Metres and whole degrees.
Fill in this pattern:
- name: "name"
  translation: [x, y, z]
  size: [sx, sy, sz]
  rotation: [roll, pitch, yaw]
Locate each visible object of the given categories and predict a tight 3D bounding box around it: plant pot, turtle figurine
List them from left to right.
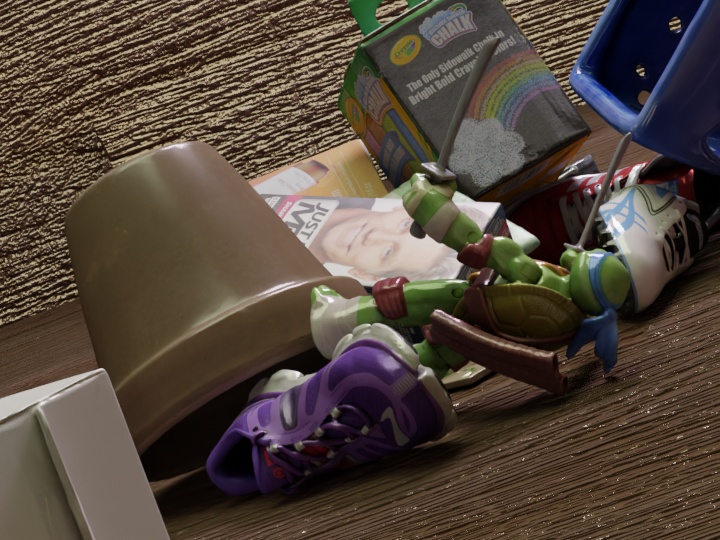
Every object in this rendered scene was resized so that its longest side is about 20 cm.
- name: "plant pot"
  translation: [-0.104, 0.016, 1.492]
  size: [0.200, 0.175, 0.200]
  rotation: [-27, -15, -8]
- name: "turtle figurine"
  translation: [0.073, -0.010, 1.373]
  size: [0.193, 0.201, 0.144]
  rotation: [-24, -10, 30]
- name: "plant pot"
  translation: [0.286, -0.159, 1.620]
  size: [0.201, 0.179, 0.200]
  rotation: [-61, 16, 9]

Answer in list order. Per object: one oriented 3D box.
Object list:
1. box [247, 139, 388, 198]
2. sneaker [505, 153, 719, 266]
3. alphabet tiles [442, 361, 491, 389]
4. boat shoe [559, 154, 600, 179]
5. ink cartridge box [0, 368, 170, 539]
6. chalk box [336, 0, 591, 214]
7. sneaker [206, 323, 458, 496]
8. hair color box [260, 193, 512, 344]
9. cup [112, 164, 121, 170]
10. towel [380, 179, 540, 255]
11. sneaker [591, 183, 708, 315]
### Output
- name: "box"
  translation: [-0.060, 0.003, 1.813]
  size: [0.199, 0.107, 0.152]
  rotation: [-22, 31, -4]
- name: "sneaker"
  translation: [0.198, -0.046, 1.754]
  size: [0.199, 0.072, 0.112]
  rotation: [-19, 2, 0]
- name: "alphabet tiles"
  translation: [0.055, 0.066, 1.560]
  size: [0.166, 0.006, 0.200]
  rotation: [-17, 7, 44]
- name: "boat shoe"
  translation: [0.126, -0.050, 2.071]
  size: [0.199, 0.068, 0.072]
  rotation: [-20, 6, 16]
- name: "ink cartridge box"
  translation: [-0.195, 0.141, 1.154]
  size: [0.199, 0.129, 0.125]
  rotation: [-17, 7, 33]
- name: "chalk box"
  translation: [0.066, -0.140, 1.792]
  size: [0.124, 0.200, 0.124]
  rotation: [-30, -11, -17]
- name: "sneaker"
  translation: [-0.019, 0.095, 1.322]
  size: [0.083, 0.081, 0.200]
  rotation: [-44, 8, -37]
- name: "hair color box"
  translation: [0.000, 0.000, 1.601]
  size: [0.199, 0.061, 0.100]
  rotation: [3, 41, 29]
- name: "cup"
  translation: [-0.186, -0.002, 2.316]
  size: [0.143, 0.201, 0.200]
  rotation: [4, -1, -15]
- name: "towel"
  translation: [0.010, 0.009, 1.656]
  size: [0.200, 0.023, 0.152]
  rotation: [-34, 37, -18]
- name: "sneaker"
  translation: [0.196, -0.020, 1.537]
  size: [0.072, 0.072, 0.200]
  rotation: [-11, 11, 13]
